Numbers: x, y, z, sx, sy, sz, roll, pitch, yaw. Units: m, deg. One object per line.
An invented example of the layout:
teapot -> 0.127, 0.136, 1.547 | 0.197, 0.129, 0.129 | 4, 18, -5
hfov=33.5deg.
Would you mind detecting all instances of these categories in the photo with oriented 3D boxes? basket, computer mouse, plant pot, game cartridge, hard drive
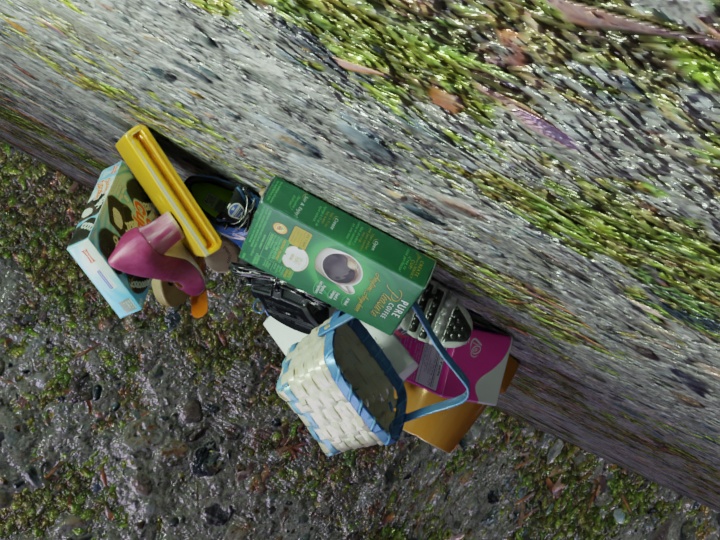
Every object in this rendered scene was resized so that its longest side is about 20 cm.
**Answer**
basket -> 0.011, 0.121, 1.446 | 0.177, 0.199, 0.139 | 57, -154, -24
computer mouse -> -0.082, 0.029, 1.520 | 0.138, 0.053, 0.200 | 19, 164, 12
plant pot -> 0.133, 0.191, 1.968 | 0.199, 0.184, 0.200 | 27, 175, 3
game cartridge -> -0.245, -0.099, 1.513 | 0.177, 0.032, 0.200 | 57, 170, -11
hard drive -> -0.029, 0.098, 1.595 | 0.200, 0.132, 0.027 | 50, -175, 31

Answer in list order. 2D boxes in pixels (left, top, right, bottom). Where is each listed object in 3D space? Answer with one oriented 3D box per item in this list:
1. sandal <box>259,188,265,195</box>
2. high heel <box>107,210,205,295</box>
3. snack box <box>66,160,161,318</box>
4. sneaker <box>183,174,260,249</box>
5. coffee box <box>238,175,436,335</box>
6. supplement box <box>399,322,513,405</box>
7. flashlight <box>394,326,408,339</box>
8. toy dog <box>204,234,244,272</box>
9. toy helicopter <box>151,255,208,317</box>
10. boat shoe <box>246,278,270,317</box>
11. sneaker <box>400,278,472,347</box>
sandal -> -0.056, -0.031, 1.386 | 0.211, 0.070, 0.078 | 24, 174, 35
high heel -> -0.257, 0.001, 1.520 | 0.067, 0.096, 0.200 | 51, 168, 17
snack box -> -0.306, -0.043, 1.536 | 0.117, 0.037, 0.201 | 57, -161, -28
sneaker -> -0.144, -0.060, 1.513 | 0.199, 0.079, 0.089 | 27, 177, 5
coffee box -> -0.027, -0.013, 1.310 | 0.199, 0.044, 0.123 | 27, 146, -2
supplement box -> 0.107, 0.112, 1.686 | 0.101, 0.104, 0.200 | 13, -175, -33
flashlight -> 0.019, 0.086, 1.660 | 0.068, 0.068, 0.200 | 54, 136, -1
toy dog -> -0.119, -0.027, 1.694 | 0.199, 0.097, 0.132 | 16, -164, -16
toy helicopter -> -0.234, -0.026, 1.708 | 0.078, 0.200, 0.133 | 5, 134, 27
boat shoe -> -0.139, 0.028, 1.801 | 0.068, 0.085, 0.200 | 16, -162, -43
sneaker -> 0.054, 0.029, 1.493 | 0.199, 0.076, 0.081 | 30, -172, 13
